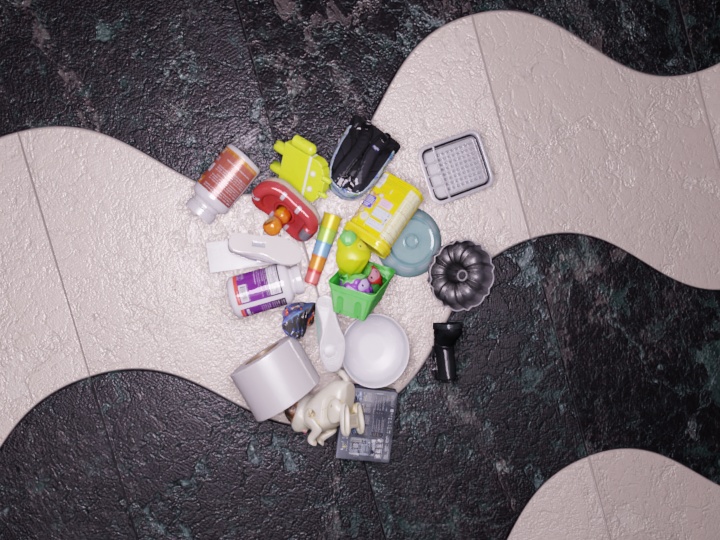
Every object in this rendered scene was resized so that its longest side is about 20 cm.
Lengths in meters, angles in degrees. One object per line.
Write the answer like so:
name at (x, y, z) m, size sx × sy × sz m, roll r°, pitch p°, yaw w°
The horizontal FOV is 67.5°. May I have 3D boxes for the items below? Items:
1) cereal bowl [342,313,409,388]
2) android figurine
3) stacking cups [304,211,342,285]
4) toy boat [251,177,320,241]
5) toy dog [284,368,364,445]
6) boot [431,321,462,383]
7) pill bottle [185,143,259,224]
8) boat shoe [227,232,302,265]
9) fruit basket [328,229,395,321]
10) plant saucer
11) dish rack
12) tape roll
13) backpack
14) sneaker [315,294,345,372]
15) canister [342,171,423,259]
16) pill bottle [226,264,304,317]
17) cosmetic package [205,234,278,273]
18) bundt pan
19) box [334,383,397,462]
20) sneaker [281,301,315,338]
cereal bowl at (0.036, 0.218, 1.507) m, size 0.195 × 0.083 × 0.205 m, roll 0°, pitch 91°, yaw -6°
android figurine at (-0.159, -0.265, 1.452) m, size 0.198 × 0.041 × 0.184 m, roll 35°, pitch 128°, yaw 18°
stacking cups at (-0.104, -0.058, 1.506) m, size 0.059 × 0.061 × 0.204 m, roll 16°, pitch 92°, yaw -6°
toy boat at (-0.213, -0.145, 1.440) m, size 0.199 × 0.130 × 0.131 m, roll 42°, pitch 54°, yaw -4°
toy dog at (-0.112, 0.371, 1.441) m, size 0.196 × 0.139 × 0.198 m, roll -13°, pitch 83°, yaw 20°
boot at (0.237, 0.225, 1.479) m, size 0.072 × 0.198 × 0.166 m, roll -1°, pitch 84°, yaw -4°
pill bottle at (-0.371, -0.227, 1.443) m, size 0.112 × 0.112 × 0.201 m, roll 40°, pitch 85°, yaw -5°
boat shoe at (-0.255, -0.050, 1.429) m, size 0.196 × 0.068 × 0.074 m, roll 5°, pitch 76°, yaw -19°
fruit basket at (0.000, 0.000, 1.426) m, size 0.153 × 0.215 × 0.220 m, roll 16°, pitch 88°, yaw 15°
plant saucer at (0.141, -0.082, 1.542) m, size 0.195 × 0.036 × 0.205 m, roll 0°, pitch 90°, yaw -6°
dish rack at (0.271, -0.295, 1.553) m, size 0.196 × 0.044 × 0.175 m, roll -20°, pitch 92°, yaw -6°
tape roll at (-0.223, 0.277, 1.418) m, size 0.201 × 0.203 × 0.141 m, roll -32°, pitch 93°, yaw -5°
backpack at (-0.008, -0.289, 1.481) m, size 0.161 × 0.154 × 0.203 m, roll 29°, pitch 65°, yaw -9°
sneaker at (-0.082, 0.172, 1.470) m, size 0.072 × 0.118 × 0.205 m, roll -7°, pitch 81°, yaw -5°
canister at (0.065, -0.155, 1.490) m, size 0.147 × 0.087 × 0.202 m, roll 33°, pitch 84°, yaw 26°
pill bottle at (-0.254, 0.049, 1.458) m, size 0.196 × 0.112 × 0.115 m, roll -15°, pitch 92°, yaw -7°
cosmetic package at (-0.317, -0.048, 1.480) m, size 0.195 × 0.051 × 0.085 m, roll -8°, pitch 93°, yaw -7°
bundt pan at (0.275, 0.008, 1.528) m, size 0.197 × 0.076 × 0.207 m, roll -2°, pitch 100°, yaw -13°
box at (0.015, 0.429, 1.521) m, size 0.154 × 0.051 × 0.205 m, roll 6°, pitch 90°, yaw -7°
sneaker at (-0.176, 0.129, 1.433) m, size 0.077 × 0.200 × 0.077 m, roll 8°, pitch 97°, yaw 8°
